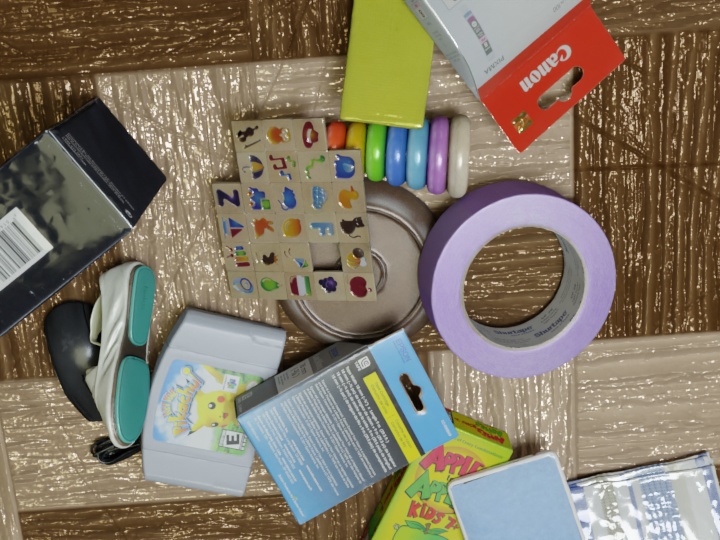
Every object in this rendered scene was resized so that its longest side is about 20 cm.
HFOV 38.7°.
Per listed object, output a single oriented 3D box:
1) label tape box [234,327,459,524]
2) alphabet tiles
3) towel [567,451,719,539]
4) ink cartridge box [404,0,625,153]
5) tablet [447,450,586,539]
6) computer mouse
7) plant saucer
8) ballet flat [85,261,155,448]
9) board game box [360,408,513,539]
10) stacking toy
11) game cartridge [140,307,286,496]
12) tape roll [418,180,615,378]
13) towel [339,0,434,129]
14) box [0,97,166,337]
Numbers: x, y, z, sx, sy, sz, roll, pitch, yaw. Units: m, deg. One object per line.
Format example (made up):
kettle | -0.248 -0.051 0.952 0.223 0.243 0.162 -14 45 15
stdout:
label tape box | -0.016 0.161 1.115 0.199 0.063 0.145 -28 106 -2
alphabet tiles | -0.073 -0.061 1.062 0.166 0.008 0.201 1 114 17
towel | 0.325 0.301 1.181 0.199 0.024 0.148 -12 78 3
ink cartridge box | 0.162 -0.244 1.007 0.162 0.057 0.200 -41 99 -9
tablet | 0.188 0.311 1.153 0.130 0.014 0.201 -19 97 8
computer mouse | -0.267 0.123 1.142 0.140 0.046 0.201 -15 106 4
plant saucer | 0.000 0.000 1.115 0.199 0.032 0.201 0 106 1
ballet flat | -0.260 0.089 1.094 0.069 0.069 0.201 2 74 -1
board game box | 0.085 0.263 1.186 0.101 0.048 0.201 23 106 -7
stacking toy | 0.012 -0.121 1.056 0.199 0.085 0.086 3 107 4
game cartridge | -0.170 0.147 1.134 0.133 0.040 0.201 13 99 -12
tape roll | 0.164 0.010 1.084 0.199 0.066 0.201 -3 108 -9
towel | 0.032 -0.243 1.015 0.086 0.018 0.201 7 88 1
box | -0.313 -0.052 1.009 0.200 0.198 0.123 -36 106 10
